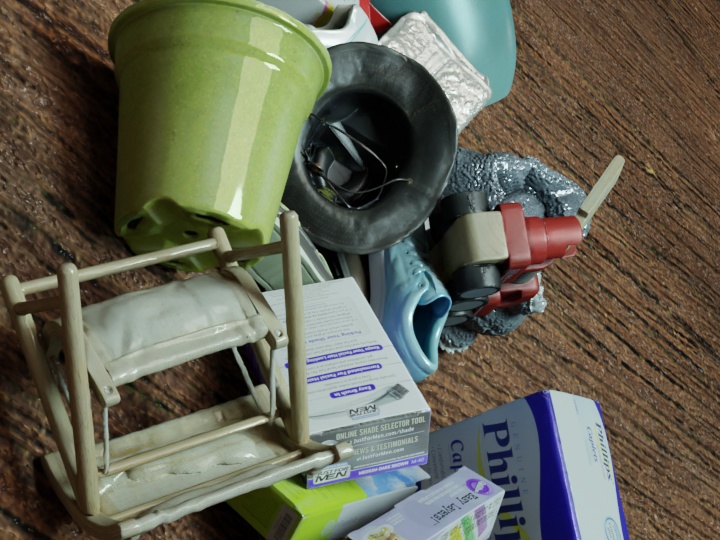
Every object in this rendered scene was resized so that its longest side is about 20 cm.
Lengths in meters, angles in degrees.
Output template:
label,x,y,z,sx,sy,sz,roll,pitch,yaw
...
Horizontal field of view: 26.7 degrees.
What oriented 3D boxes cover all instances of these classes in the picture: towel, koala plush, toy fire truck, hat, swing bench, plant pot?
label,x,y,z,sx,sy,sz,roll,pitch,yaw
towel,0.045,-0.172,1.578,0.133,0.034,0.200,45,61,-10
koala plush,0.140,-0.014,1.662,0.183,0.177,0.201,32,49,-37
toy fire truck,0.166,-0.032,1.506,0.198,0.176,0.130,-5,75,-12
hat,-0.003,-0.113,1.462,0.081,0.199,0.202,144,-78,-83
swing bench,-0.137,0.077,1.132,0.198,0.129,0.202,-14,93,-34
plant pot,0.086,-0.256,1.725,0.200,0.199,0.162,-37,110,-59
plant pot,-0.132,-0.106,1.303,0.200,0.199,0.186,31,56,-43

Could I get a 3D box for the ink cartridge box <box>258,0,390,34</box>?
label,x,y,z,sx,sy,sz,roll,pitch,yaw
ink cartridge box,-0.069,-0.260,1.553,0.200,0.116,0.068,35,41,-39

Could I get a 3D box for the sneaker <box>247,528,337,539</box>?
label,x,y,z,sx,sy,sz,roll,pitch,yaw
sneaker,-0.029,0.250,1.299,0.080,0.075,0.200,56,16,20

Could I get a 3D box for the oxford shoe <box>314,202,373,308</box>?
label,x,y,z,sx,sy,sz,roll,pitch,yaw
oxford shoe,0.000,0.000,1.495,0.084,0.073,0.202,-7,75,-24

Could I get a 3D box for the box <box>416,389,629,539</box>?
label,x,y,z,sx,sy,sz,roll,pitch,yaw
box,0.141,0.233,1.448,0.105,0.199,0.185,20,52,-48

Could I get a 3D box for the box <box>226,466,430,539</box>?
label,x,y,z,sx,sy,sz,roll,pitch,yaw
box,-0.040,0.174,1.309,0.122,0.048,0.199,38,21,27

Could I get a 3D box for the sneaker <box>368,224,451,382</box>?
label,x,y,z,sx,sy,sz,roll,pitch,yaw
sneaker,0.056,0.016,1.453,0.074,0.081,0.202,28,58,-49

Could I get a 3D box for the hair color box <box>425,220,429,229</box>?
label,x,y,z,sx,sy,sz,roll,pitch,yaw
hair color box,0.028,-0.034,1.598,0.101,0.061,0.201,15,56,-52

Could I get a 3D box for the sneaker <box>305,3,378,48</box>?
label,x,y,z,sx,sy,sz,roll,pitch,yaw
sneaker,-0.067,-0.194,1.483,0.200,0.070,0.081,-36,127,-23

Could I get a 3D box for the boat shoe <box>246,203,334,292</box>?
label,x,y,z,sx,sy,sz,roll,pitch,yaw
boat shoe,-0.055,0.016,1.421,0.061,0.071,0.202,-88,154,-58

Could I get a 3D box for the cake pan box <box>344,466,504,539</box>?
label,x,y,z,sx,sy,sz,roll,pitch,yaw
cake pan box,0.037,0.278,1.284,0.052,0.185,0.200,29,25,26

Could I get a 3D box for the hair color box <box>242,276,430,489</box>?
label,x,y,z,sx,sy,sz,roll,pitch,yaw
hair color box,-0.025,0.092,1.302,0.200,0.108,0.065,-121,-153,-52
